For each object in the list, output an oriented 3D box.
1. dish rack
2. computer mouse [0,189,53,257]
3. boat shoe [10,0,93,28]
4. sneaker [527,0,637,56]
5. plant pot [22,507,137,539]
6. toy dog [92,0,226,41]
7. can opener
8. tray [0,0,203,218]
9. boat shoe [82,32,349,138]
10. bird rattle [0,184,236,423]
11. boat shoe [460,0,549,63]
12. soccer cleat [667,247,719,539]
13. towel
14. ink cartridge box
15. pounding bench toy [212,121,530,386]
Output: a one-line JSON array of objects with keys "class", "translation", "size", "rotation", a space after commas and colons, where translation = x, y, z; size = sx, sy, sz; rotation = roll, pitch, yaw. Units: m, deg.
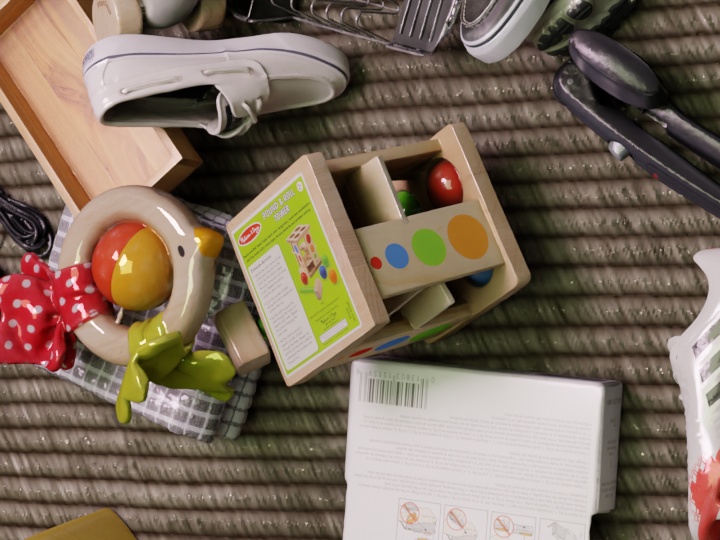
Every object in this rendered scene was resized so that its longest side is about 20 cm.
[{"class": "dish rack", "translation": [0.001, -0.237, 1.448], "size": [0.200, 0.054, 0.154], "rotation": [21, 99, 43]}, {"class": "computer mouse", "translation": [-0.354, 0.003, 1.665], "size": [0.140, 0.046, 0.200], "rotation": [43, 109, 21]}, {"class": "boat shoe", "translation": [-0.228, -0.200, 1.583], "size": [0.201, 0.072, 0.061], "rotation": [-35, 81, 29]}, {"class": "sneaker", "translation": [0.178, -0.234, 1.365], "size": [0.200, 0.077, 0.080], "rotation": [-38, 63, 23]}, {"class": "plant pot", "translation": [-0.244, 0.323, 1.516], "size": [0.196, 0.200, 0.194], "rotation": [46, 110, 20]}, {"class": "toy dog", "translation": [-0.137, -0.248, 1.447], "size": [0.200, 0.132, 0.097], "rotation": [-46, 61, 33]}, {"class": "can opener", "translation": [0.211, -0.084, 1.352], "size": [0.200, 0.079, 0.063], "rotation": [42, 101, 13]}, {"class": "tray", "translation": [-0.212, -0.129, 1.513], "size": [0.099, 0.037, 0.200], "rotation": [-41, 71, 18]}, {"class": "boat shoe", "translation": [-0.100, -0.130, 1.455], "size": [0.072, 0.199, 0.066], "rotation": [123, 142, -50]}, {"class": "bird rattle", "translation": [-0.169, 0.018, 1.447], "size": [0.200, 0.112, 0.164], "rotation": [29, 103, 36]}, {"class": "boat shoe", "translation": [0.101, -0.242, 1.363], "size": [0.072, 0.071, 0.201], "rotation": [3, 71, 53]}, {"class": "soccer cleat", "translation": [0.239, 0.081, 1.335], "size": [0.085, 0.068, 0.201], "rotation": [14, 93, 37]}, {"class": "towel", "translation": [-0.163, 0.025, 1.539], "size": [0.199, 0.085, 0.166], "rotation": [20, 98, 27]}, {"class": "ink cartridge box", "translation": [0.083, 0.157, 1.428], "size": [0.199, 0.043, 0.175], "rotation": [5, 92, 28]}, {"class": "pounding bench toy", "translation": [0.000, 0.000, 1.424], "size": [0.200, 0.155, 0.125], "rotation": [-37, 71, 52]}]
